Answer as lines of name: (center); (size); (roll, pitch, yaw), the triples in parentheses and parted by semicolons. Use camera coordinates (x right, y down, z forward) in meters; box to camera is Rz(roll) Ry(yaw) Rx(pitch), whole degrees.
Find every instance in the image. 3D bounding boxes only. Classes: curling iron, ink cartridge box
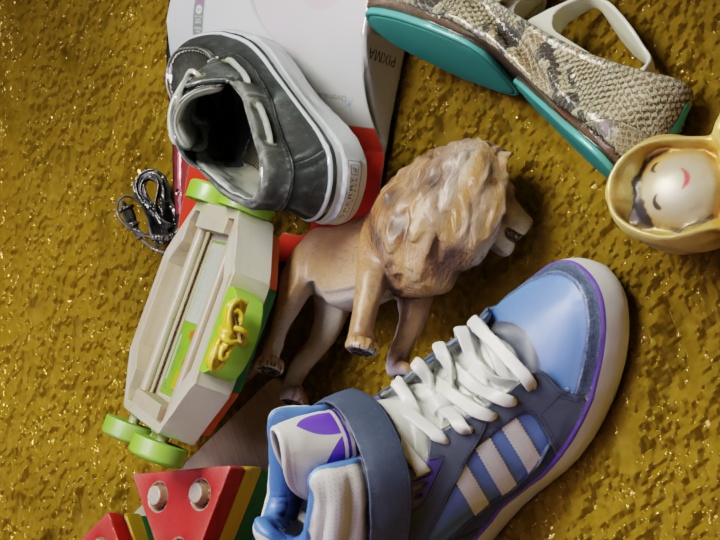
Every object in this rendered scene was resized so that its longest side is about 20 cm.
curling iron: (-0.119, -0.111, 1.210); (0.049, 0.026, 0.202); (5, 85, 4)
ink cartridge box: (-0.049, -0.110, 1.125); (0.162, 0.057, 0.202); (9, 84, 41)

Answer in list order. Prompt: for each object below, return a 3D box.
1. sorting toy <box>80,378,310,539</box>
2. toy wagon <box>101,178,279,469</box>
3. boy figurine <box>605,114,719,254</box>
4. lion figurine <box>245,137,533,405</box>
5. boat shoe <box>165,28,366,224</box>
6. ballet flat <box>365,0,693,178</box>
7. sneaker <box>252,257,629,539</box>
sorting toy: (-0.085, 0.195, 1.093); (0.199, 0.069, 0.201); (-44, 53, 30)
toy wagon: (-0.086, 0.031, 1.075); (0.200, 0.039, 0.156); (15, 85, 70)
boy figurine: (0.197, -0.054, 0.860); (0.199, 0.064, 0.125); (-11, 77, 41)
lion figurine: (0.000, 0.000, 1.039); (0.199, 0.072, 0.123); (-11, 59, 47)
boat shoe: (-0.068, -0.085, 1.055); (0.200, 0.070, 0.073); (38, 116, 53)
ballet flat: (0.090, -0.113, 0.989); (0.200, 0.068, 0.075); (36, 86, 38)
sneaker: (0.030, 0.073, 0.944); (0.201, 0.146, 0.081); (-56, 49, 22)
